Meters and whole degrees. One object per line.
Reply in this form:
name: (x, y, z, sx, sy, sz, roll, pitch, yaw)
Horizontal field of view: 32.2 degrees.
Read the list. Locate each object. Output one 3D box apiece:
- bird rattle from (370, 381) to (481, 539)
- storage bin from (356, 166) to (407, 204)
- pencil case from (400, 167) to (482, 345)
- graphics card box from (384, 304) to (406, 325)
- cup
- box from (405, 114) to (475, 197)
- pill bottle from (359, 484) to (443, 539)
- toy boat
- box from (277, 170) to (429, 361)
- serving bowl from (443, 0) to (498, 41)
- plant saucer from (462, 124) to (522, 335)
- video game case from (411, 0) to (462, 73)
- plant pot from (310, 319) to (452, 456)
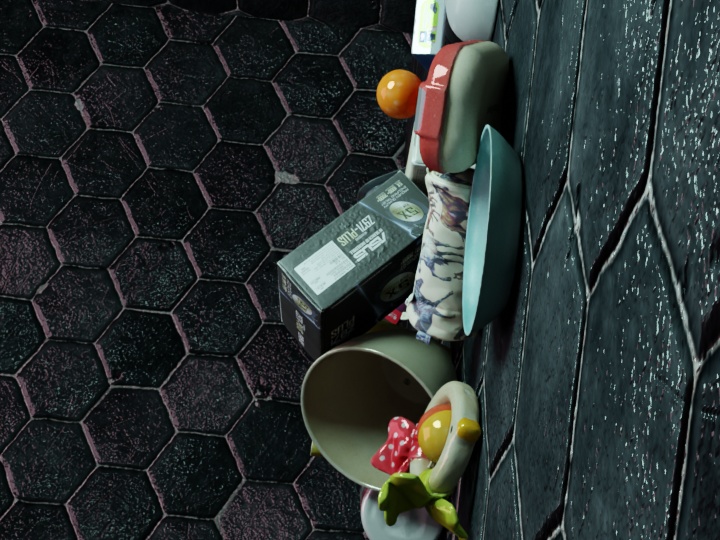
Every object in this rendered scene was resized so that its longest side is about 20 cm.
bird rattle: (0.088, 0.198, 1.359, 0.164, 0.112, 0.200, -62, 6, 21)
storage bin: (0.084, -0.054, 1.839, 0.200, 0.144, 0.136, 98, 150, -71)
pencil case: (0.098, -0.020, 1.359, 0.078, 0.088, 0.202, -85, 1, -64)
graphics card box: (0.033, 0.019, 1.966, 0.201, 0.125, 0.051, -54, -11, -19)
cup: (0.044, 0.153, 1.557, 0.143, 0.198, 0.202, -43, -35, -53)
box: (0.103, -0.119, 1.576, 0.200, 0.094, 0.079, 101, 175, -67)
pill bottle: (0.053, 0.307, 1.672, 0.200, 0.109, 0.112, -111, 26, -89)
toy boat: (0.080, -0.181, 1.318, 0.200, 0.129, 0.132, -33, -47, -67)
box: (0.000, 0.000, 1.536, 0.199, 0.086, 0.164, -37, -20, -19)
serving bowl: (0.141, -0.387, 1.590, 0.200, 0.065, 0.203, 6, -90, -90)
plant saucer: (0.127, -0.037, 1.195, 0.200, 0.035, 0.203, 6, -90, -90)
video game case: (0.121, -0.367, 1.754, 0.200, 0.045, 0.184, 20, -104, -74)
plant pot: (0.030, 0.167, 1.748, 0.200, 0.174, 0.203, 109, 170, -84)
